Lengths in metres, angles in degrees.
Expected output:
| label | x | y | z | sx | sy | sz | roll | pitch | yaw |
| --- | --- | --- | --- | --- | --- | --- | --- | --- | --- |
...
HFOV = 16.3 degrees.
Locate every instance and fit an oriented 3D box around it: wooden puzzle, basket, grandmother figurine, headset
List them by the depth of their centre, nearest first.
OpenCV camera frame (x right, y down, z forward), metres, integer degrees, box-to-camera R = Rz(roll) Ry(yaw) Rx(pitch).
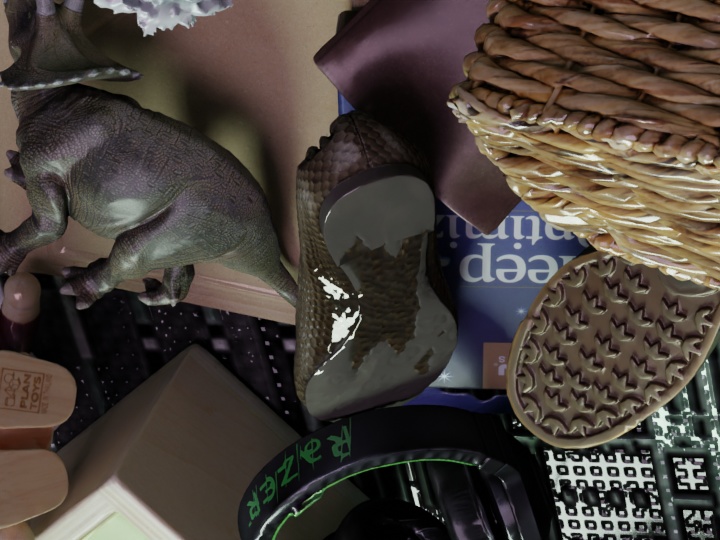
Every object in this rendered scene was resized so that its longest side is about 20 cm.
| label | x | y | z | sx | sy | sz | roll | pitch | yaw |
| --- | --- | --- | --- | --- | --- | --- | --- | --- | --- |
| basket | 0.155 | -0.071 | 0.806 | 0.200 | 0.149 | 0.143 | 14 | 165 | 30 |
| wooden puzzle | -0.065 | -0.064 | 1.047 | 0.199 | 0.037 | 0.185 | 8 | 127 | 10 |
| headset | 0.039 | 0.127 | 1.077 | 0.123 | 0.094 | 0.200 | -39 | 139 | 25 |
| grandmother figurine | -0.155 | 0.061 | 1.098 | 0.060 | 0.200 | 0.122 | 14 | 86 | -10 |

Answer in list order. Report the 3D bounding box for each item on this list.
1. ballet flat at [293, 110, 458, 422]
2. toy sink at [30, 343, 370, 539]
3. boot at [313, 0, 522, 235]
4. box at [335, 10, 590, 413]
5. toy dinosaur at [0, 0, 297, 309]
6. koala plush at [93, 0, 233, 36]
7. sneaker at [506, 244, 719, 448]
| label | x | y | z | sx | sy | sz | roll | pitch | yaw |
| --- | --- | --- | --- | --- | --- | --- | --- | --- | --- |
| ballet flat | 0.000 | 0.000 | 0.961 | 0.067 | 0.046 | 0.200 | -19 | 152 | -8 |
| toy sink | -0.107 | 0.152 | 1.169 | 0.130 | 0.112 | 0.200 | 44 | 128 | -12 |
| boot | 0.046 | -0.125 | 0.894 | 0.166 | 0.072 | 0.200 | -38 | 111 | 12 |
| box | 0.052 | -0.011 | 1.019 | 0.121 | 0.032 | 0.200 | 1 | 127 | 3 |
| toy dinosaur | -0.088 | -0.030 | 1.007 | 0.200 | 0.077 | 0.102 | 41 | 133 | -11 |
| koala plush | -0.123 | -0.175 | 0.896 | 0.200 | 0.184 | 0.178 | 19 | 130 | 1 |
| sneaker | 0.135 | -0.015 | 0.961 | 0.067 | 0.090 | 0.200 | 43 | 128 | 14 |
